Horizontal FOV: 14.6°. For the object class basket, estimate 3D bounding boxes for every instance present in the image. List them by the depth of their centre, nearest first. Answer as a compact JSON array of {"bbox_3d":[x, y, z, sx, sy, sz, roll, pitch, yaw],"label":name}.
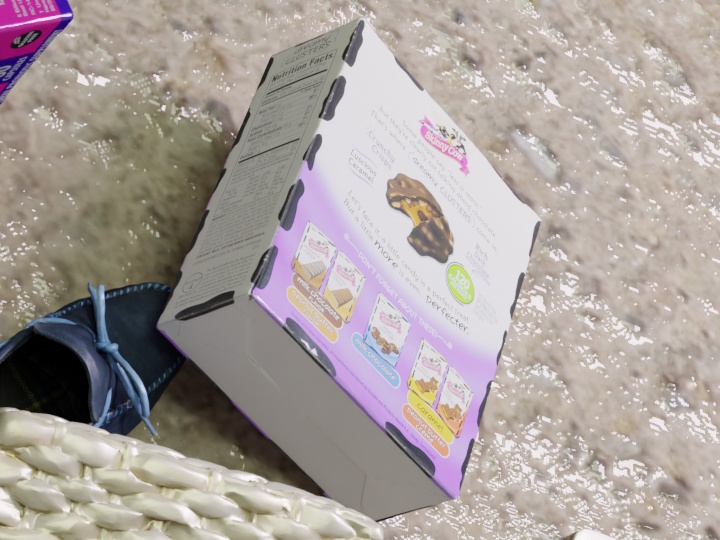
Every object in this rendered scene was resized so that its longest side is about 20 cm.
[{"bbox_3d":[-0.122,0.170,1.201,0.199,0.161,0.199,19,74,-23],"label":"basket"}]

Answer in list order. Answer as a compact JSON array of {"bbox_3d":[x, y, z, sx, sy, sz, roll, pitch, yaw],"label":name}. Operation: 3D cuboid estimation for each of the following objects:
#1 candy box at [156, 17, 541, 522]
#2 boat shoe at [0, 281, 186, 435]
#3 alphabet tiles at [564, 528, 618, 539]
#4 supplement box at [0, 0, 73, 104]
[{"bbox_3d":[0.000,0.000,1.455,0.168,0.071,0.201,46,44,-28],"label":"candy box"},{"bbox_3d":[-0.142,0.061,1.349,0.084,0.069,0.200,49,47,0],"label":"boat shoe"},{"bbox_3d":[0.144,0.236,1.481,0.195,0.015,0.201,24,51,-22],"label":"alphabet tiles"},{"bbox_3d":[-0.257,-0.126,1.361,0.199,0.101,0.104,-14,72,-39],"label":"supplement box"}]
